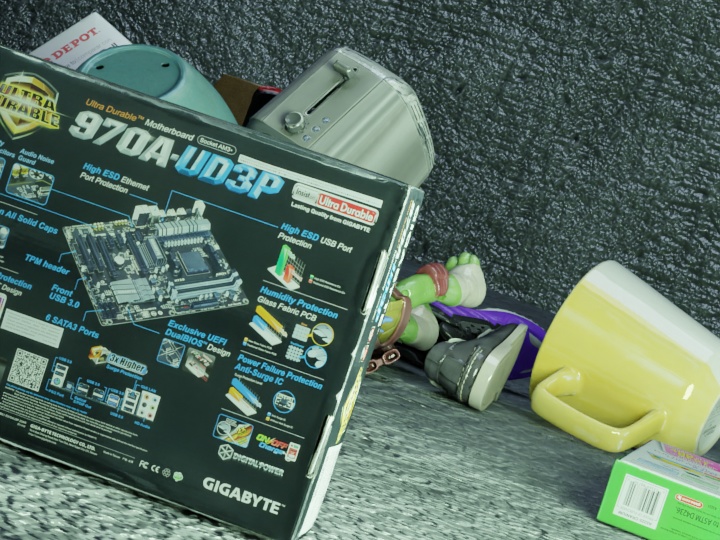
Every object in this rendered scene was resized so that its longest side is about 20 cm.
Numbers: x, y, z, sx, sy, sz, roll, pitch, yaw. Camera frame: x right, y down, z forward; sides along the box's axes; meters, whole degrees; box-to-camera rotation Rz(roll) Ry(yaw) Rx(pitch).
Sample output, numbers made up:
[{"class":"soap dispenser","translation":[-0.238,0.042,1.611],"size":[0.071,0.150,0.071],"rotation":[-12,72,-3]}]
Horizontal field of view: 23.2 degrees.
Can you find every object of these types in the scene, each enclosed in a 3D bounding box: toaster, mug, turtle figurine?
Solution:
[{"class":"toaster","translation":[-0.011,-0.103,1.560],"size":[0.113,0.129,0.200],"rotation":[34,-17,31]},{"class":"mug","translation":[0.241,0.105,1.539],"size":[0.153,0.187,0.150],"rotation":[30,-25,25]},{"class":"turtle figurine","translation":[0.000,0.000,1.488],"size":[0.200,0.145,0.193],"rotation":[25,11,39]}]

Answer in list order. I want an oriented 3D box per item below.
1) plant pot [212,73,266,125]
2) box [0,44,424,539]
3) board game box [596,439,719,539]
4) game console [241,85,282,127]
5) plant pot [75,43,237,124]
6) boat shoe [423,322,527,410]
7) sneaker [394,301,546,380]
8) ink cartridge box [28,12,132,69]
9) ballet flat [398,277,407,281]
[{"class":"plant pot","translation":[-0.127,-0.089,1.769],"size":[0.185,0.201,0.186],"rotation":[18,3,-1]},{"class":"box","translation":[-0.092,0.008,0.750],"size":[0.199,0.160,0.046],"rotation":[19,2,7]},{"class":"board game box","translation":[0.245,0.161,1.150],"size":[0.152,0.041,0.200],"rotation":[20,3,16]},{"class":"game console","translation":[-0.050,-0.057,1.668],"size":[0.176,0.201,0.031],"rotation":[18,10,-12]},{"class":"plant pot","translation":[-0.190,-0.111,1.488],"size":[0.199,0.135,0.201],"rotation":[0,41,0]},{"class":"boat shoe","translation":[0.099,0.073,1.505],"size":[0.062,0.073,0.200],"rotation":[22,9,10]},{"class":"sneaker","translation":[0.091,0.069,1.635],"size":[0.199,0.070,0.100],"rotation":[14,11,-12]},{"class":"ink cartridge box","translation":[-0.241,-0.130,1.657],"size":[0.200,0.145,0.084],"rotation":[42,-28,20]},{"class":"ballet flat","translation":[0.018,0.038,1.800],"size":[0.199,0.067,0.046],"rotation":[18,-30,45]}]
